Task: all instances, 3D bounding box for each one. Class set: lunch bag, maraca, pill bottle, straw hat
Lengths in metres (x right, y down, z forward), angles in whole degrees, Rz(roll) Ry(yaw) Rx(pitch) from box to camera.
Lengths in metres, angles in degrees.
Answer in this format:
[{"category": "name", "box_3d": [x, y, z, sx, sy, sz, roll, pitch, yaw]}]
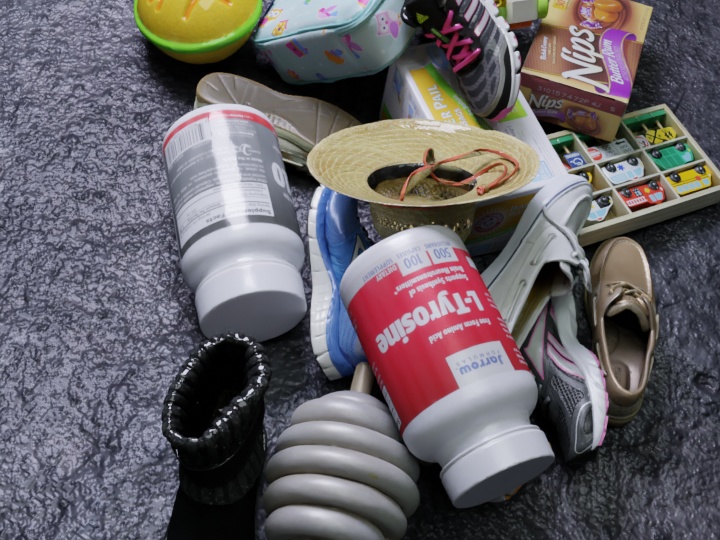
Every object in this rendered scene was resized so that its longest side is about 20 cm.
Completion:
[{"category": "lunch bag", "box_3d": [-0.015, -0.277, 1.025, 0.199, 0.077, 0.161, 5, 59, 48]}, {"category": "maraca", "box_3d": [-0.181, -0.297, 1.063, 0.136, 0.108, 0.201, -18, 51, -13]}, {"category": "pill bottle", "box_3d": [-0.114, -0.042, 0.909, 0.113, 0.114, 0.202, -9, 61, -12]}, {"category": "straw hat", "box_3d": [0.054, -0.059, 0.863, 0.198, 0.086, 0.202, -1, 30, 1]}, {"category": "pill bottle", "box_3d": [0.068, 0.075, 0.774, 0.111, 0.113, 0.201, -17, 64, -17]}]

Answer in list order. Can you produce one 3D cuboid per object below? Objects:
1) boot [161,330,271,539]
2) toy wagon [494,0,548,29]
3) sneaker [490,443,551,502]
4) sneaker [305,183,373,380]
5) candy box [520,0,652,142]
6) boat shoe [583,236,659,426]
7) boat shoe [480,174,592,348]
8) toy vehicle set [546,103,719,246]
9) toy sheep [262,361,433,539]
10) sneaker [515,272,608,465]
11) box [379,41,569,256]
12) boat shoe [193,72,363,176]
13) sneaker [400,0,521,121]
[{"category": "boot", "box_3d": [-0.114, 0.169, 0.754, 0.078, 0.158, 0.213, 5, 58, -4]}, {"category": "toy wagon", "box_3d": [0.121, -0.278, 1.058, 0.153, 0.040, 0.200, -4, 19, 1]}, {"category": "sneaker", "box_3d": [0.092, 0.112, 0.873, 0.077, 0.079, 0.201, -6, 53, -40]}, {"category": "sneaker", "box_3d": [0.000, 0.000, 0.912, 0.088, 0.079, 0.202, -8, 67, 8]}, {"category": "candy box", "box_3d": [0.244, -0.233, 1.083, 0.116, 0.057, 0.201, 19, 46, 9]}, {"category": "boat shoe", "box_3d": [0.251, 0.044, 0.930, 0.070, 0.065, 0.202, 10, 56, -1]}, {"category": "boat shoe", "box_3d": [0.169, -0.002, 0.868, 0.086, 0.075, 0.202, 21, 57, 37]}, {"category": "toy vehicle set", "box_3d": [0.271, -0.102, 1.032, 0.198, 0.027, 0.125, -17, 60, -22]}, {"category": "toy sheep", "box_3d": [-0.012, 0.168, 0.789, 0.136, 0.138, 0.202, 10, 56, -1]}, {"category": "sneaker", "box_3d": [0.161, 0.089, 0.894, 0.085, 0.081, 0.201, -6, 46, -4]}, {"category": "box", "box_3d": [0.109, -0.125, 0.994, 0.111, 0.102, 0.201, -15, 62, -17]}, {"category": "boat shoe", "box_3d": [-0.075, -0.137, 1.013, 0.199, 0.063, 0.074, 18, 46, -4]}, {"category": "sneaker", "box_3d": [0.083, -0.232, 0.923, 0.087, 0.074, 0.202, -15, 85, -33]}]
